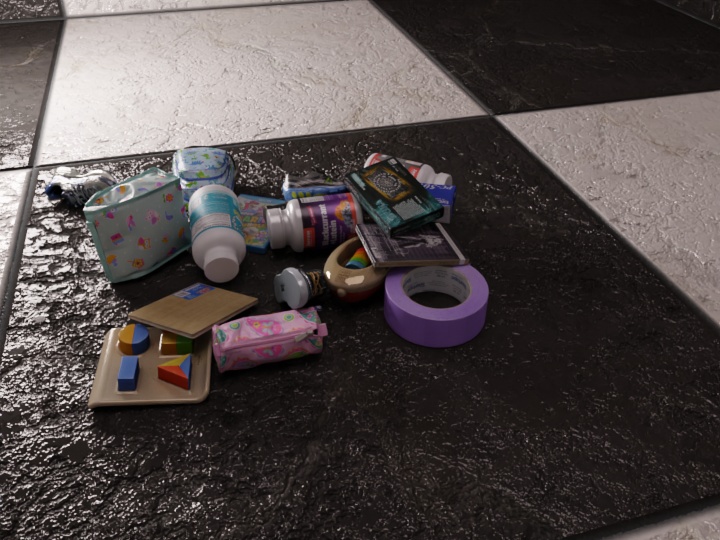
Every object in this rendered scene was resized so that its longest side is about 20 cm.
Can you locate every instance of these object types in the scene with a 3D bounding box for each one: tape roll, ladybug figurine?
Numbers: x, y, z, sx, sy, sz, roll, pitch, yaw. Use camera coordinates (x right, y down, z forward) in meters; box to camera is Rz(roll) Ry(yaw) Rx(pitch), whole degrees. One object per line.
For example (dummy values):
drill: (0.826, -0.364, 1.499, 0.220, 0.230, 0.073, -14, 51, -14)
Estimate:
tape roll: (0.142, 0.054, 1.307, 0.194, 0.067, 0.202, 0, 36, 0)
ladybug figurine: (0.000, 0.000, 1.367, 0.133, 0.073, 0.200, 12, 36, 24)

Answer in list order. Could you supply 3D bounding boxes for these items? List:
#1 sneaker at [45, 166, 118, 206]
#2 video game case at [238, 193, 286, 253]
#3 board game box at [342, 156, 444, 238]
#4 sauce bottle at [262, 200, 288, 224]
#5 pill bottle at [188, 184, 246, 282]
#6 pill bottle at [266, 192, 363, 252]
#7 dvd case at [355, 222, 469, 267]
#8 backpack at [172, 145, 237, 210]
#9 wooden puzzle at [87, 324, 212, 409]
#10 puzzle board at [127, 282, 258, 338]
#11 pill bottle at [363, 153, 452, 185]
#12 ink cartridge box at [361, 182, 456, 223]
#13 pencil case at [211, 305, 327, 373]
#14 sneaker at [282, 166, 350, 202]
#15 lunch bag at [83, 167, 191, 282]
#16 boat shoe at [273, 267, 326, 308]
sneaker: (-0.653, -0.184, 1.621, 0.195, 0.078, 0.086, 6, 45, 19)
video game case: (-0.246, -0.109, 1.561, 0.139, 0.018, 0.201, 9, 37, 12)
board game box: (0.066, -0.157, 1.438, 0.133, 0.029, 0.201, -21, 49, -20)
sauce bottle: (-0.123, -0.140, 1.559, 0.196, 0.066, 0.065, -15, 38, -26)
pill bottle: (-0.294, -0.073, 1.417, 0.108, 0.112, 0.203, -7, 48, -11)
pill bottle: (-0.098, -0.100, 1.472, 0.195, 0.114, 0.112, -8, 36, -12)
dvd case: (0.100, -0.053, 1.372, 0.195, 0.016, 0.150, -2, 33, -17)
backpack: (-0.370, -0.216, 1.619, 0.159, 0.156, 0.203, 2, 48, -10)
wooden puzzle: (-0.354, 0.150, 1.177, 0.194, 0.047, 0.187, -4, 36, -7)
puzzle board: (-0.303, 0.073, 1.269, 0.147, 0.018, 0.199, 12, 20, 23)
pill bottle: (0.108, -0.197, 1.608, 0.196, 0.118, 0.116, 15, 38, 20)
ink cartridge box: (0.105, -0.153, 1.501, 0.195, 0.045, 0.095, 7, 35, 13)
pencil case: (-0.157, 0.118, 1.193, 0.195, 0.089, 0.088, -9, 36, -13)
sneaker: (-0.077, -0.193, 1.525, 0.195, 0.071, 0.085, -4, 64, -18)
lunch bag: (-0.455, -0.091, 1.399, 0.120, 0.174, 0.199, 22, 42, 35)
boat shoe: (-0.100, 0.025, 1.276, 0.089, 0.073, 0.200, -9, 4, -18)
